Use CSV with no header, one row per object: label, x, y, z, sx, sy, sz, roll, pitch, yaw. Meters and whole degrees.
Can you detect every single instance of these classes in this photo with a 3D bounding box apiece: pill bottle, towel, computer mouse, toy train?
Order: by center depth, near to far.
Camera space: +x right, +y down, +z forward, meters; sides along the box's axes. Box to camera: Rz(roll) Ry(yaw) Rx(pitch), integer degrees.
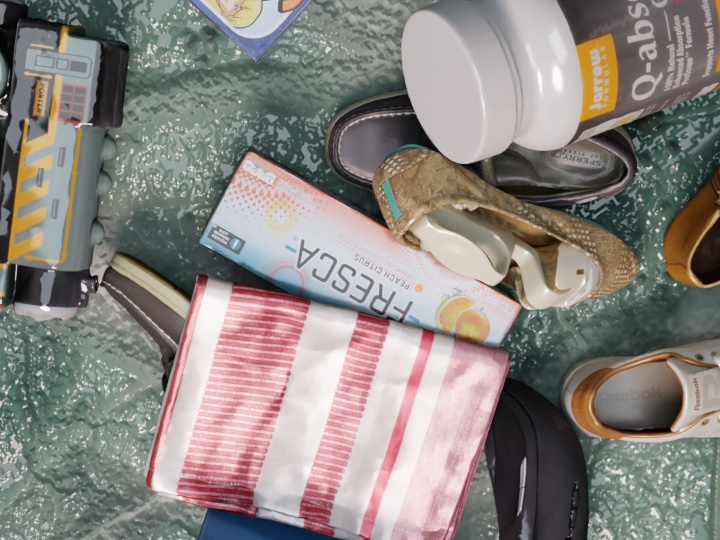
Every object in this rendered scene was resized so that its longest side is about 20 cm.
pill bottle,0.132,-0.139,1.282,0.199,0.116,0.117,-21,95,-23
towel,-0.021,0.092,1.310,0.198,0.023,0.145,14,106,-8
toy train,-0.207,-0.066,1.319,0.113,0.085,0.202,8,94,4
computer mouse,0.136,0.169,1.346,0.046,0.140,0.202,-19,61,34

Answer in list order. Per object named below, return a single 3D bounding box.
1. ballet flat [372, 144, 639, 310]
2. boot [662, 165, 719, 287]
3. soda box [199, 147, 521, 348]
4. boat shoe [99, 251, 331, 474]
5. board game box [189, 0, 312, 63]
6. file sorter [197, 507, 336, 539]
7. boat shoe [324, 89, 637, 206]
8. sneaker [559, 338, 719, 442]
ballet flat,0.091,-0.010,1.313,0.199,0.066,0.071,21,133,-26
boot,0.267,-0.062,1.307,0.201,0.144,0.071,-44,95,2
soda box,0.000,0.000,1.345,0.199,0.064,0.069,30,94,-3
boat shoe,-0.092,0.072,1.344,0.201,0.072,0.066,42,87,-9
board game box,-0.047,-0.249,1.338,0.135,0.034,0.200,42,92,-4
file sorter,-0.028,0.245,1.327,0.199,0.139,0.123,25,100,-3
boat shoe,0.077,-0.075,1.340,0.198,0.065,0.073,6,94,-2
sneaker,0.229,0.077,1.348,0.198,0.085,0.074,-11,93,-2
